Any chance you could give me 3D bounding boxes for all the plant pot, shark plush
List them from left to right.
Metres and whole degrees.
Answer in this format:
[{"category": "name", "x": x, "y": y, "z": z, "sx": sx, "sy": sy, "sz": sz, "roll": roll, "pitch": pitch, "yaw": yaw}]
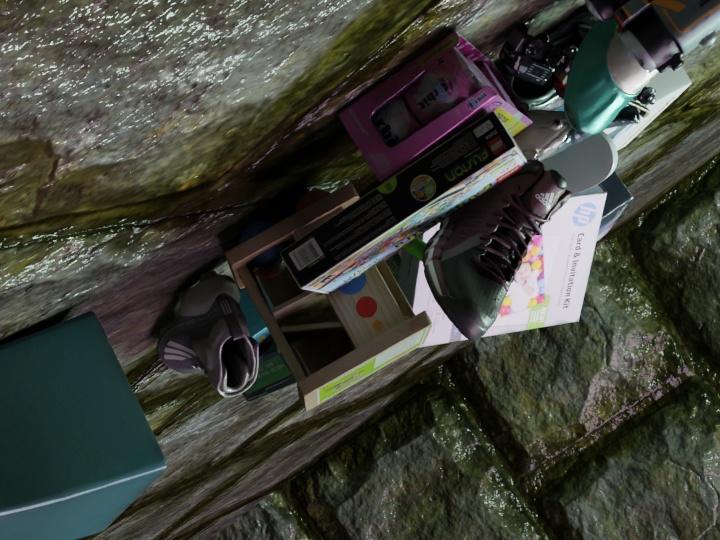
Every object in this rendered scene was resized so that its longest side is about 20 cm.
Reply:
[{"category": "plant pot", "x": -0.285, "y": 0.147, "z": 1.321, "sx": 0.199, "sy": 0.142, "sz": 0.141, "roll": -18, "pitch": 162, "yaw": -40}, {"category": "shark plush", "x": 0.146, "y": -0.124, "z": 1.516, "sx": 0.199, "sy": 0.092, "sz": 0.083, "roll": -27, "pitch": 167, "yaw": 21}]

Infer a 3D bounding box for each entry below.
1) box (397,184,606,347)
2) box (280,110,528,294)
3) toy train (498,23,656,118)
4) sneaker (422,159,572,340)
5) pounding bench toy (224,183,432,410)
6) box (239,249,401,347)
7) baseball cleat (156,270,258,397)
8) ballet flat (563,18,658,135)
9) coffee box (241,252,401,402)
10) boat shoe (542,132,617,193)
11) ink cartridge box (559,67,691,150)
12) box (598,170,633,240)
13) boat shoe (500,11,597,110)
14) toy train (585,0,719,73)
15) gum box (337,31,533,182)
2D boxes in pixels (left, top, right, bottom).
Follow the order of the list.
[{"category": "box", "x": 0.135, "y": -0.009, "z": 1.674, "sx": 0.198, "sy": 0.041, "sz": 0.157, "roll": -8, "pitch": 126, "yaw": -24}, {"category": "box", "x": 0.038, "y": -0.051, "z": 1.355, "sx": 0.199, "sy": 0.035, "sz": 0.110, "roll": -34, "pitch": 171, "yaw": 8}, {"category": "toy train", "x": 0.191, "y": -0.166, "z": 1.485, "sx": 0.199, "sy": 0.034, "sz": 0.046, "roll": 14, "pitch": 119, "yaw": -43}, {"category": "sneaker", "x": 0.117, "y": -0.034, "z": 1.387, "sx": 0.115, "sy": 0.076, "sz": 0.201, "roll": -34, "pitch": -157, "yaw": 24}, {"category": "pounding bench toy", "x": 0.000, "y": 0.000, "z": 1.487, "sx": 0.199, "sy": 0.157, "sz": 0.124, "roll": -29, "pitch": 172, "yaw": -5}, {"category": "box", "x": -0.045, "y": 0.003, "z": 1.718, "sx": 0.199, "sy": 0.049, "sz": 0.082, "roll": -34, "pitch": 171, "yaw": -1}, {"category": "baseball cleat", "x": -0.142, "y": 0.078, "z": 1.574, "sx": 0.069, "sy": 0.107, "sz": 0.200, "roll": -17, "pitch": 161, "yaw": -16}, {"category": "ballet flat", "x": 0.235, "y": -0.198, "z": 1.449, "sx": 0.070, "sy": 0.067, "sz": 0.201, "roll": -13, "pitch": -143, "yaw": 46}, {"category": "coffee box", "x": -0.042, "y": 0.054, "z": 1.796, "sx": 0.122, "sy": 0.044, "sz": 0.200, "roll": -25, "pitch": -165, "yaw": 44}, {"category": "boat shoe", "x": 0.154, "y": -0.111, "z": 1.600, "sx": 0.198, "sy": 0.072, "sz": 0.063, "roll": 2, "pitch": -166, "yaw": 32}, {"category": "ink cartridge box", "x": 0.216, "y": -0.154, "z": 1.733, "sx": 0.199, "sy": 0.086, "sz": 0.147, "roll": -27, "pitch": 169, "yaw": -30}, {"category": "box", "x": 0.213, "y": -0.059, "z": 2.106, "sx": 0.197, "sy": 0.124, "sz": 0.200, "roll": -35, "pitch": 172, "yaw": -7}, {"category": "boat shoe", "x": 0.208, "y": -0.195, "z": 1.531, "sx": 0.198, "sy": 0.073, "sz": 0.062, "roll": -29, "pitch": 175, "yaw": -5}, {"category": "toy train", "x": 0.280, "y": -0.249, "z": 1.372, "sx": 0.199, "sy": 0.115, "sz": 0.085, "roll": -36, "pitch": 171, "yaw": 7}, {"category": "gum box", "x": 0.064, "y": -0.124, "z": 1.387, "sx": 0.113, "sy": 0.066, "sz": 0.200, "roll": -35, "pitch": 171, "yaw": 11}]
